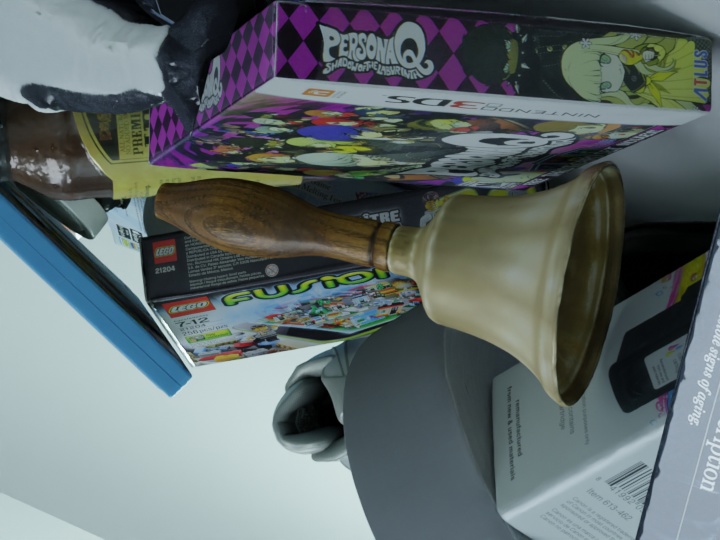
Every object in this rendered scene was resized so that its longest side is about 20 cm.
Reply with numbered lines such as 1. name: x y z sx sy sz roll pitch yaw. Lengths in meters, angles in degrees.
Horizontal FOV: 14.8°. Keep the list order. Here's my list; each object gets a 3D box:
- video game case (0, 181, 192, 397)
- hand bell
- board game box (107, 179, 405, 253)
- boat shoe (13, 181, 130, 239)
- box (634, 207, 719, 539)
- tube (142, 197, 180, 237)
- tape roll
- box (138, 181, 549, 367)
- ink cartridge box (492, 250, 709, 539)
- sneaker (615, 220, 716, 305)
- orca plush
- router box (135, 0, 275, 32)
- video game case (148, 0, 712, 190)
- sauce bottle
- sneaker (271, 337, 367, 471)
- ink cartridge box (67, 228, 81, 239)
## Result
1. video game case: -0.153 -0.009 1.391 0.143 0.018 0.200 45 179 -16
2. hand bell: 0.004 -0.012 1.189 0.199 0.105 0.104 11 163 17
3. board game box: -0.045 -0.023 1.524 0.198 0.044 0.200 23 166 5
4. boat shoe: -0.183 -0.098 1.340 0.200 0.060 0.076 41 167 6
5. box: 0.215 0.046 1.038 0.181 0.104 0.201 19 125 13
6. tube: -0.059 0.004 1.466 0.077 0.051 0.200 6 162 17
7. tape roll: 0.081 0.100 1.308 0.066 0.201 0.200 -33 132 29
8. box: 0.000 0.000 1.362 0.199 0.035 0.110 -10 160 6
9. ink cartridge box: 0.179 0.066 1.216 0.200 0.083 0.146 -32 129 30
10. sneaker: 0.194 0.037 1.295 0.199 0.077 0.111 28 176 7
11. orca plush: -0.114 -0.112 1.101 0.199 0.106 0.071 4 -159 42
12. router box: -0.121 -0.163 1.111 0.199 0.052 0.157 21 165 9
13. video game case: 0.022 -0.068 1.140 0.180 0.036 0.200 4 172 -18
14. sauce bottle: -0.108 -0.063 1.264 0.199 0.065 0.065 -6 169 -8
15. sneaker: -0.006 0.070 1.488 0.200 0.099 0.078 116 132 -69
16. ink cartridge box: -0.248 -0.099 1.513 0.199 0.050 0.162 15 155 19
